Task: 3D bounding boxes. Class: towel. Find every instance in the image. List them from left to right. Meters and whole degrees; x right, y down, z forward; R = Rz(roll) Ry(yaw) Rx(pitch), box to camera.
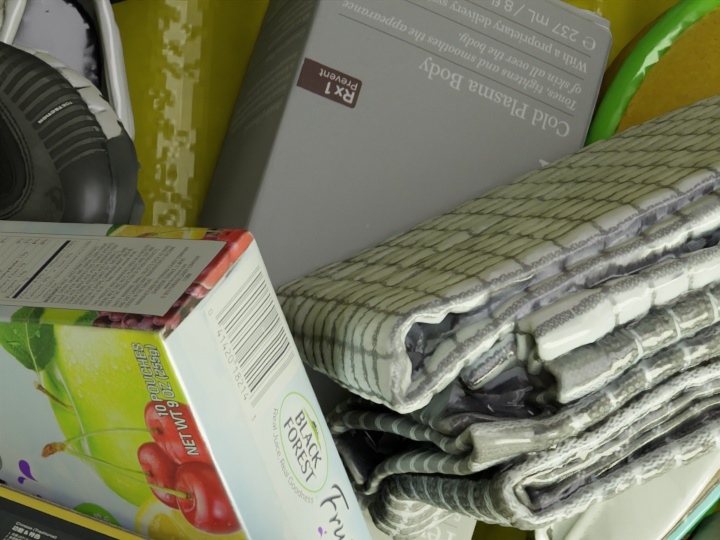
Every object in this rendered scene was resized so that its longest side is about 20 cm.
[{"bbox_3d":[0.085,0.012,0.796,0.199,0.166,0.086,-25,97,-14],"label":"towel"}]

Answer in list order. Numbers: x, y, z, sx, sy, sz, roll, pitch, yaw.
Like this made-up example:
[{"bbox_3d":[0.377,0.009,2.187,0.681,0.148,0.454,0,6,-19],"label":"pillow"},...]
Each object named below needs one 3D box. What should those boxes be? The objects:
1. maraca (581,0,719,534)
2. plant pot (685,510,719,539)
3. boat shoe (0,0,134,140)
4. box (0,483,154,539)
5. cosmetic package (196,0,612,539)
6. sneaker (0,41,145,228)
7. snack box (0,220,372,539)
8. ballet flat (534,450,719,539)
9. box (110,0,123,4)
[{"bbox_3d":[0.122,-0.005,0.953,0.136,0.107,0.201,8,102,-32],"label":"maraca"},{"bbox_3d":[0.156,0.175,0.917,0.174,0.200,0.201,35,74,8],"label":"plant pot"},{"bbox_3d":[-0.103,-0.001,0.878,0.071,0.066,0.202,10,79,-17],"label":"boat shoe"},{"bbox_3d":[-0.070,0.140,0.776,0.199,0.160,0.049,17,43,23],"label":"box"},{"bbox_3d":[0.000,0.000,0.910,0.106,0.090,0.201,20,69,-15],"label":"cosmetic package"},{"bbox_3d":[-0.147,-0.053,0.821,0.090,0.200,0.067,6,115,-48],"label":"sneaker"},{"bbox_3d":[-0.067,0.080,0.796,0.053,0.141,0.201,-50,130,-40],"label":"snack box"},{"bbox_3d":[0.059,0.098,0.913,0.069,0.069,0.200,35,102,-12],"label":"ballet flat"},{"bbox_3d":[-0.092,-0.194,0.881,0.037,0.137,0.201,-17,90,-17],"label":"box"}]
